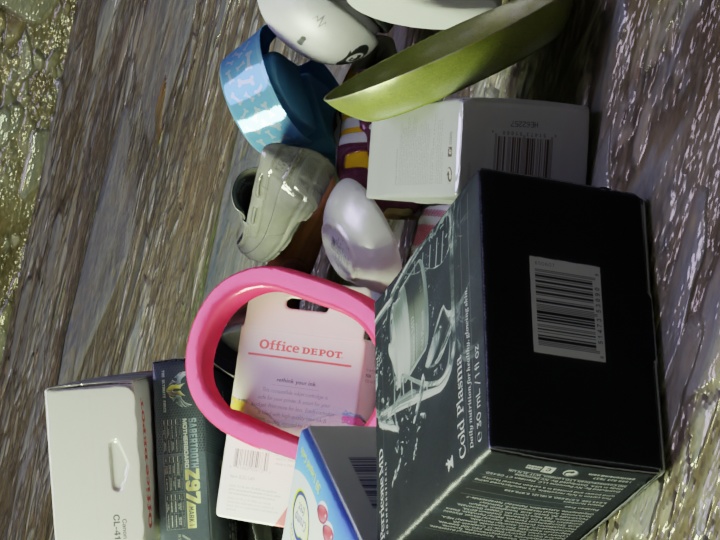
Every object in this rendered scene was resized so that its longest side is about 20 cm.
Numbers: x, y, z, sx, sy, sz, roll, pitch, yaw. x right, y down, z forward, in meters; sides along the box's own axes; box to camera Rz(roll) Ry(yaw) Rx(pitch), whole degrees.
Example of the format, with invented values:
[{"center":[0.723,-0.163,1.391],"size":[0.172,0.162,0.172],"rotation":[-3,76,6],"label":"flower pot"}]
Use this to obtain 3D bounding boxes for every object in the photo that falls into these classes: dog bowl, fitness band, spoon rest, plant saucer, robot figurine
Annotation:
[{"center":[-0.061,-0.141,1.889],"size":[0.200,0.049,0.112],"rotation":[29,-139,-64],"label":"dog bowl"},{"center":[-0.049,0.076,1.709],"size":[0.200,0.037,0.144],"rotation":[19,90,30],"label":"fitness band"},{"center":[0.000,0.000,1.788],"size":[0.099,0.060,0.200],"rotation":[55,154,25],"label":"spoon rest"},{"center":[0.069,-0.153,1.554],"size":[0.031,0.200,0.200],"rotation":[65,165,-10],"label":"plant saucer"},{"center":[0.000,-0.269,1.828],"size":[0.125,0.150,0.200],"rotation":[36,90,32],"label":"robot figurine"}]

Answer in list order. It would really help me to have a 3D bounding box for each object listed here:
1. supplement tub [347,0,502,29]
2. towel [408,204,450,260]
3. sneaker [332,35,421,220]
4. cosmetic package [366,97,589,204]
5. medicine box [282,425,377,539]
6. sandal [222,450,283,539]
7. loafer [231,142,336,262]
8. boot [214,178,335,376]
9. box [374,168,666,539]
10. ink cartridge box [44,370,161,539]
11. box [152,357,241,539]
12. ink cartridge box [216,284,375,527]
[{"center":[0.059,-0.301,1.675],"size":[0.144,0.144,0.201],"rotation":[159,119,-69],"label":"supplement tub"},{"center":[0.059,0.047,1.680],"size":[0.146,0.030,0.201],"rotation":[-172,91,-72],"label":"towel"},{"center":[0.017,-0.123,1.823],"size":[0.200,0.075,0.090],"rotation":[-107,26,-53],"label":"sneaker"},{"center":[0.081,-0.084,1.557],"size":[0.200,0.101,0.074],"rotation":[-172,86,-71],"label":"cosmetic package"},{"center":[0.010,0.243,1.568],"size":[0.182,0.103,0.201],"rotation":[-122,39,-61],"label":"medicine box"},{"center":[-0.076,0.241,1.911],"size":[0.075,0.048,0.201],"rotation":[-135,30,-56],"label":"sandal"},{"center":[-0.078,-0.062,1.868],"size":[0.070,0.070,0.200],"rotation":[-63,6,-26],"label":"loafer"},{"center":[-0.051,-0.001,1.937],"size":[0.200,0.068,0.188],"rotation":[-60,3,-15],"label":"boot"},{"center":[0.097,0.072,1.403],"size":[0.197,0.124,0.201],"rotation":[124,150,-56],"label":"box"},{"center":[-0.212,0.167,1.922],"size":[0.200,0.085,0.148],"rotation":[6,-101,-81],"label":"ink cartridge box"},{"center":[-0.142,0.186,1.926],"size":[0.158,0.051,0.201],"rotation":[50,-145,-76],"label":"box"},{"center":[-0.042,0.110,1.763],"size":[0.067,0.116,0.201],"rotation":[14,-97,-67],"label":"ink cartridge box"}]
